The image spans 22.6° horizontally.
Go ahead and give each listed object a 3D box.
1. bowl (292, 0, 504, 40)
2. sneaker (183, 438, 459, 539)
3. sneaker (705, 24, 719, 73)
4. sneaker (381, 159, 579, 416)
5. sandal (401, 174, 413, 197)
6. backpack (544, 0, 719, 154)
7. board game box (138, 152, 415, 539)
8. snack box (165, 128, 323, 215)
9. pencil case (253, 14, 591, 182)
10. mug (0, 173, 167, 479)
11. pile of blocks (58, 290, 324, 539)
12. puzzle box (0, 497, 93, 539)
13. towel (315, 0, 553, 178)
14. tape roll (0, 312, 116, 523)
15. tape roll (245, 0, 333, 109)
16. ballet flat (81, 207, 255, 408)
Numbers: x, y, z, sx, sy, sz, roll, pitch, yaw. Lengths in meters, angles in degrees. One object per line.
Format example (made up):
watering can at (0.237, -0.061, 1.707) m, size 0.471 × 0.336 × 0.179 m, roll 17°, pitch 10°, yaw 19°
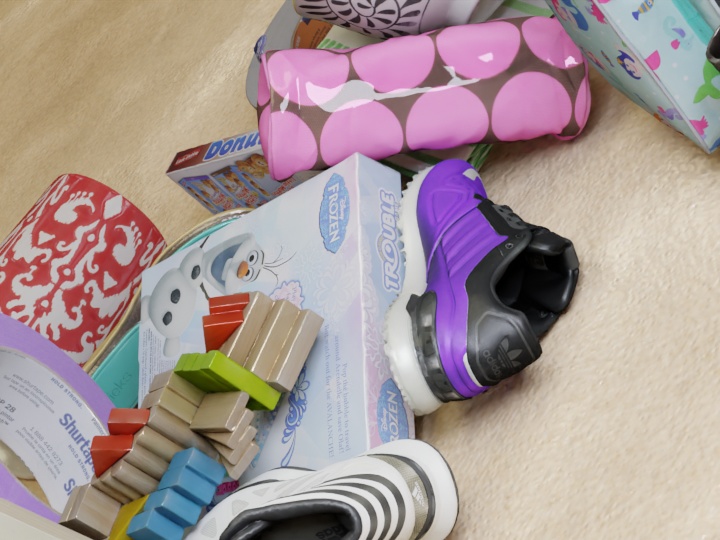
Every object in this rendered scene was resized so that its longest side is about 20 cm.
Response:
bowl at (0.056, -0.209, 1.109) m, size 0.201 × 0.094 × 0.201 m, roll -50°, pitch -7°, yaw -8°
sneaker at (-0.056, 0.140, 0.915) m, size 0.200 × 0.115 × 0.076 m, roll -29°, pitch 77°, yaw 38°
sneaker at (0.260, -0.117, 0.809) m, size 0.199 × 0.106 × 0.075 m, roll -38°, pitch 28°, yaw 22°
sneaker at (0.075, -0.001, 0.994) m, size 0.099 × 0.070 × 0.201 m, roll -20°, pitch 31°, yaw 20°
sandal at (0.000, 0.000, 1.107) m, size 0.081 × 0.054 × 0.201 m, roll -15°, pitch 44°, yaw 49°
backpack at (0.170, -0.168, 0.940) m, size 0.150 × 0.178 × 0.200 m, roll -37°, pitch 24°, yaw 10°
board game box at (-0.054, 0.061, 1.055) m, size 0.198 × 0.043 × 0.202 m, roll -26°, pitch 54°, yaw 39°
snack box at (-0.057, -0.069, 1.267) m, size 0.199 × 0.072 × 0.024 m, roll -9°, pitch 47°, yaw 52°
pencil case at (0.036, -0.106, 1.075) m, size 0.094 × 0.198 × 0.092 m, roll 89°, pitch 175°, yaw -81°
mug at (-0.254, 0.036, 1.370) m, size 0.177 × 0.133 × 0.201 m, roll -3°, pitch 48°, yaw 53°
pile of blocks at (-0.103, 0.090, 0.982) m, size 0.201 × 0.062 × 0.082 m, roll -55°, pitch 23°, yaw 3°
puzzle box at (-0.210, 0.228, 0.988) m, size 0.132 × 0.025 × 0.202 m, roll 20°, pitch 97°, yaw 19°
towel at (0.049, -0.148, 1.172) m, size 0.151 × 0.023 × 0.201 m, roll 20°, pitch 62°, yaw 25°
tape roll at (-0.213, 0.120, 1.110) m, size 0.066 × 0.200 × 0.201 m, roll -40°, pitch 27°, yaw 17°
tape roll at (0.008, -0.175, 1.319) m, size 0.200 × 0.066 × 0.201 m, roll -37°, pitch 28°, yaw 23°
ballet flat at (-0.136, 0.029, 1.271) m, size 0.200 × 0.069 × 0.063 m, roll -46°, pitch 13°, yaw 3°
